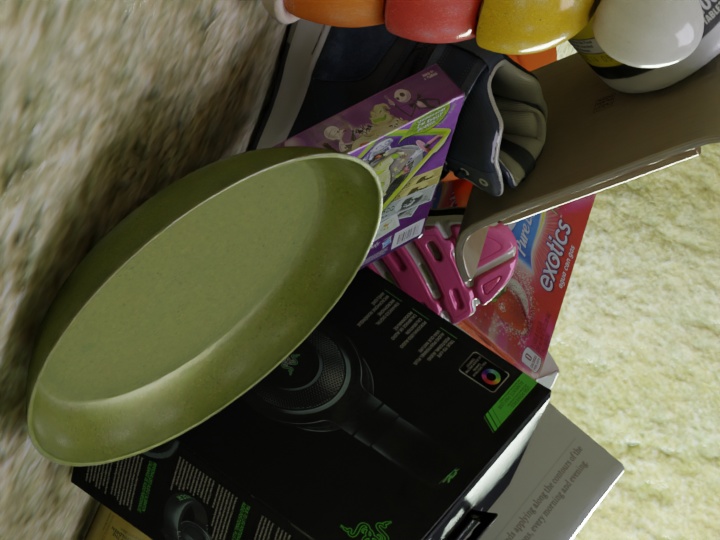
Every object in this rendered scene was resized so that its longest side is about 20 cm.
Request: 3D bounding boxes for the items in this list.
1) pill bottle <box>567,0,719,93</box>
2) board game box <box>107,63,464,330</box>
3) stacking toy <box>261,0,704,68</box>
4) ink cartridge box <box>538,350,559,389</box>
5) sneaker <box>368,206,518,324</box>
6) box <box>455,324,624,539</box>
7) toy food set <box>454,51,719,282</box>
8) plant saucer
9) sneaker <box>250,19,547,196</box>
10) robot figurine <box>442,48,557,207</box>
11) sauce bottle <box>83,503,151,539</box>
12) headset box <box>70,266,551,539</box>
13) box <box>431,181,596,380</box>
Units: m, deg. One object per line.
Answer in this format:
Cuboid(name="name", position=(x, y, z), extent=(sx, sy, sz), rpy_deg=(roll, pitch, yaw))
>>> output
Cuboid(name="pill bottle", position=(0.116, -0.197, 1.149), extent=(0.112, 0.200, 0.112), rpy_deg=(-36, -154, 20))
Cuboid(name="board game box", position=(-0.041, -0.019, 1.086), extent=(0.200, 0.032, 0.120), rpy_deg=(-29, 158, -28))
Cuboid(name="stacking toy", position=(0.065, -0.145, 1.015), extent=(0.146, 0.200, 0.146), rpy_deg=(-61, 173, -13))
Cuboid(name="ink cartridge box", position=(0.029, 0.092, 1.611), extent=(0.145, 0.145, 0.200), rpy_deg=(-15, 147, -27))
Cuboid(name="sneaker", position=(0.000, 0.000, 1.314), extent=(0.200, 0.074, 0.087), rpy_deg=(-21, -156, 18))
Cuboid(name="box", position=(0.014, 0.169, 1.345), extent=(0.199, 0.171, 0.200), rpy_deg=(-44, 173, -45))
Cuboid(name="toy food set", position=(0.149, -0.070, 1.209), extent=(0.200, 0.060, 0.144), rpy_deg=(-21, -150, 31))
Cuboid(name="plant saucer", position=(-0.077, 0.011, 1.009), extent=(0.200, 0.031, 0.200), rpy_deg=(-35, 157, -17))
Cuboid(name="sneaker", position=(0.019, -0.064, 1.208), extent=(0.077, 0.146, 0.202), rpy_deg=(-59, 173, -41))
Cuboid(name="robot figurine", position=(0.059, -0.121, 1.381), extent=(0.144, 0.117, 0.200), rpy_deg=(-66, 172, 23))
Cuboid(name="sauce bottle", position=(-0.152, 0.209, 1.300), extent=(0.200, 0.066, 0.066), rpy_deg=(-65, 172, 20))
Cuboid(name="headset box", position=(-0.020, 0.093, 1.175), extent=(0.174, 0.200, 0.093), rpy_deg=(-43, 161, -39))
Cuboid(name="box", position=(0.080, -0.010, 1.494), extent=(0.100, 0.095, 0.200), rpy_deg=(-28, -149, 43))
